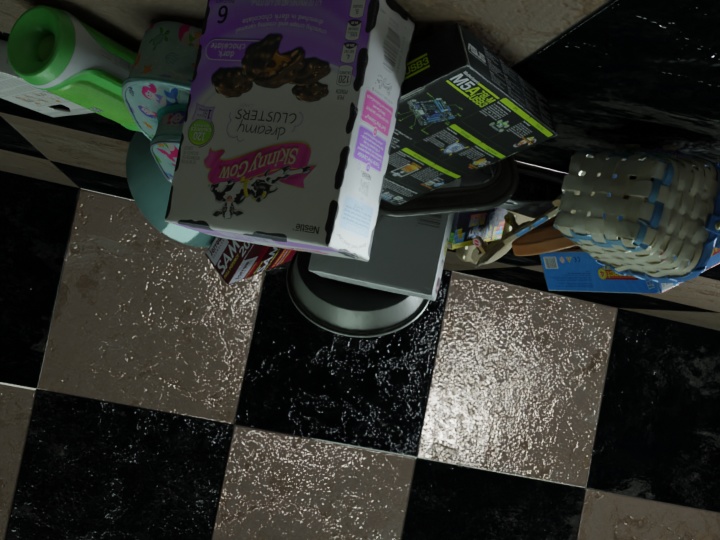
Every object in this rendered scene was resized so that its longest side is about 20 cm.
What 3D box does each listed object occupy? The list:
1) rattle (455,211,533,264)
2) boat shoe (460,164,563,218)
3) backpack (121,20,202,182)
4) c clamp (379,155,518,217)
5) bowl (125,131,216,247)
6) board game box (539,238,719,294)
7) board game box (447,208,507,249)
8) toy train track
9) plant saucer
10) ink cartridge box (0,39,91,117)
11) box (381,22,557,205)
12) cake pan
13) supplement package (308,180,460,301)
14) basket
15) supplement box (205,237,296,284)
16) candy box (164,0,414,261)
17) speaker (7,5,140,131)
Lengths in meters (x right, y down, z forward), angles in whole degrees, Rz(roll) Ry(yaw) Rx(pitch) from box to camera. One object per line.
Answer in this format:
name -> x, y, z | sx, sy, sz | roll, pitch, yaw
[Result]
rattle -> 0.216, -0.090, 1.492 | 0.198, 0.132, 0.142 | -18, -154, -33
boat shoe -> 0.188, -0.113, 1.214 | 0.197, 0.073, 0.069 | 16, 161, -13
backpack -> -0.139, -0.159, 0.915 | 0.198, 0.152, 0.178 | 20, 164, 6
c clamp -> 0.074, -0.129, 0.999 | 0.197, 0.173, 0.027 | 1, 143, 7
bowl -> -0.202, -0.142, 1.215 | 0.199, 0.204, 0.105 | 14, 157, -33
board game box -> 0.375, -0.029, 1.191 | 0.194, 0.057, 0.199 | -21, -169, -28
board game box -> 0.093, -0.094, 1.328 | 0.198, 0.057, 0.165 | 21, -163, 29
toy train track -> 0.208, -0.062, 1.198 | 0.114, 0.033, 0.200 | -39, -177, -37
plant saucer -> 0.302, -0.065, 1.241 | 0.198, 0.033, 0.200 | -18, -175, 1
ink cartridge box -> -0.455, -0.256, 1.205 | 0.175, 0.045, 0.199 | 15, 176, -38
box -> 0.057, -0.133, 0.837 | 0.192, 0.048, 0.199 | -25, 158, 29
cake pan -> 0.000, 0.000, 1.203 | 0.197, 0.202, 0.037 | 11, 138, 6
supplement package -> 0.038, -0.078, 1.110 | 0.154, 0.203, 0.111 | 12, 177, 7
basket -> 0.325, -0.057, 0.972 | 0.198, 0.141, 0.176 | 21, 178, -35
supplement box -> -0.108, -0.060, 1.255 | 0.199, 0.109, 0.061 | -23, -112, -46
candy box -> -0.059, -0.121, 0.741 | 0.166, 0.203, 0.071 | 9, 176, 29
speaker -> -0.283, -0.213, 0.983 | 0.087, 0.090, 0.200 | 10, 176, 25
